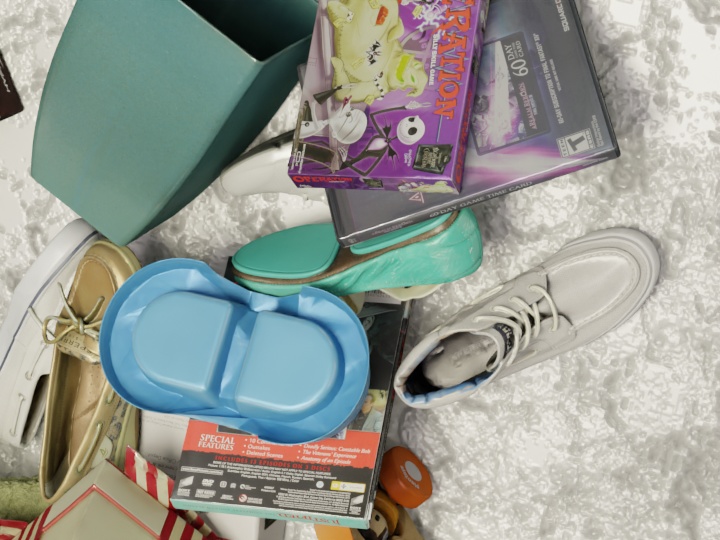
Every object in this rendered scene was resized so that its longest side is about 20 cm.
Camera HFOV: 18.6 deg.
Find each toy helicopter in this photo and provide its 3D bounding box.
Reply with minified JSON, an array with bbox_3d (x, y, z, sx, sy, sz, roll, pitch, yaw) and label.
[{"bbox_3d":[0.025,0.227,1.583,0.079,0.132,0.200,-38,75,23],"label":"toy helicopter"}]

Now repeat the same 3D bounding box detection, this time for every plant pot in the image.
[{"bbox_3d":[-0.143,-0.128,1.573,0.141,0.141,0.200,38,118,7],"label":"plant pot"}]

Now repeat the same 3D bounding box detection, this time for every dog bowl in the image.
[{"bbox_3d":[-0.084,0.061,1.540,0.199,0.050,0.112,13,79,17],"label":"dog bowl"}]

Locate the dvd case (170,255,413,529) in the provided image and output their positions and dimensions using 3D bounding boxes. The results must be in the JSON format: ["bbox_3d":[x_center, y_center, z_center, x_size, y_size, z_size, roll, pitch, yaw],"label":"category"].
[{"bbox_3d":[-0.046,0.084,1.573,0.145,0.022,0.201,4,62,13],"label":"dvd case"}]

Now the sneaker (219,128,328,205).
[{"bbox_3d":[-0.007,-0.069,1.573,0.199,0.070,0.081,-11,105,20],"label":"sneaker"}]

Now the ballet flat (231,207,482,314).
[{"bbox_3d":[0.000,0.000,1.553,0.199,0.067,0.071,-13,123,32],"label":"ballet flat"}]

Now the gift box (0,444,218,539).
[{"bbox_3d":[-0.193,0.251,1.575,0.184,0.187,0.200,-35,109,28],"label":"gift box"}]

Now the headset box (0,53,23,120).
[{"bbox_3d":[-0.365,-0.111,1.618,0.148,0.200,0.075,-19,96,23],"label":"headset box"}]

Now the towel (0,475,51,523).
[{"bbox_3d":[-0.264,0.224,1.691,0.036,0.199,0.149,35,120,57],"label":"towel"}]

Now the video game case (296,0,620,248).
[{"bbox_3d":[0.064,-0.110,1.503,0.199,0.019,0.143,-18,64,9],"label":"video game case"}]

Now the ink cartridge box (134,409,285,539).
[{"bbox_3d":[-0.117,0.153,1.666,0.116,0.068,0.201,11,106,17],"label":"ink cartridge box"}]

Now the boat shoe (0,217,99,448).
[{"bbox_3d":[-0.231,0.058,1.681,0.086,0.075,0.202,35,114,9],"label":"boat shoe"}]

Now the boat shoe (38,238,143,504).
[{"bbox_3d":[-0.197,0.077,1.612,0.073,0.063,0.201,16,107,40],"label":"boat shoe"}]

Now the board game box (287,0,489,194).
[{"bbox_3d":[0.024,-0.150,1.508,0.119,0.032,0.201,4,69,15],"label":"board game box"}]

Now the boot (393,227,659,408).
[{"bbox_3d":[0.116,0.041,1.541,0.200,0.096,0.074,-33,91,23],"label":"boot"}]
